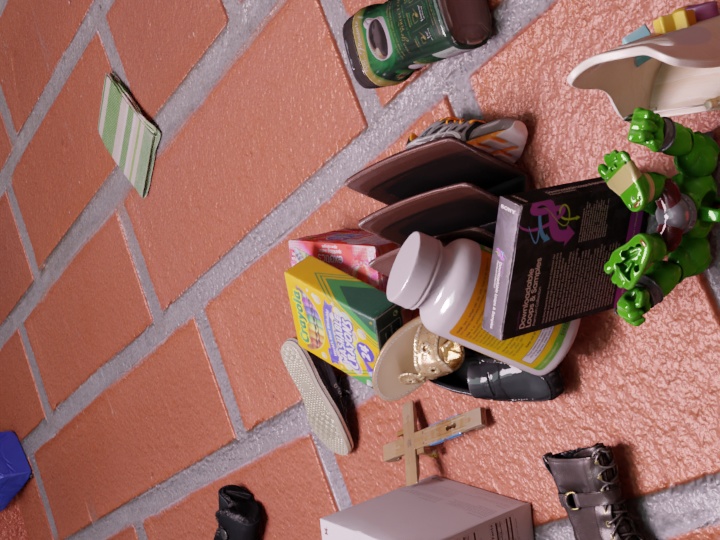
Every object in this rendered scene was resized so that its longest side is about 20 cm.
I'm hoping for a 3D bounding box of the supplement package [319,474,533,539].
[{"bbox_3d":[0.088,0.374,1.395,0.191,0.199,0.149,3,103,53],"label":"supplement package"}]

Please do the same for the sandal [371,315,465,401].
[{"bbox_3d":[0.098,0.088,1.311,0.212,0.078,0.070,-44,23,6],"label":"sandal"}]

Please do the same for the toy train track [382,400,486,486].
[{"bbox_3d":[0.104,0.223,1.467,0.199,0.032,0.116,-31,52,46],"label":"toy train track"}]

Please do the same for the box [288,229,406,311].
[{"bbox_3d":[0.000,0.000,1.484,0.199,0.099,0.096,6,105,51],"label":"box"}]

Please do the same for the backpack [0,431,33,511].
[{"bbox_3d":[-0.990,0.538,2.886,0.200,0.167,0.163,-52,52,29],"label":"backpack"}]

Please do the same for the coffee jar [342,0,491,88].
[{"bbox_3d":[0.063,-0.291,1.326,0.199,0.085,0.105,-13,93,53],"label":"coffee jar"}]

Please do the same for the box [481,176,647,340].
[{"bbox_3d":[0.212,-0.018,1.112,0.036,0.199,0.144,30,123,45],"label":"box"}]

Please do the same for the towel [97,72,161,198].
[{"bbox_3d":[-0.438,-0.257,2.056,0.200,0.023,0.153,49,136,31],"label":"towel"}]

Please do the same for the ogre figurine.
[{"bbox_3d":[0.297,-0.055,1.057,0.098,0.119,0.202,-11,90,58],"label":"ogre figurine"}]

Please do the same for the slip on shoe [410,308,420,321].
[{"bbox_3d":[0.088,0.081,1.402,0.074,0.061,0.201,27,134,-5],"label":"slip on shoe"}]

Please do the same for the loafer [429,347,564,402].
[{"bbox_3d":[0.161,0.131,1.326,0.200,0.070,0.069,5,120,53],"label":"loafer"}]

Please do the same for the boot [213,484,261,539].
[{"bbox_3d":[-0.204,0.494,1.920,0.200,0.076,0.169,50,140,40],"label":"boot"}]

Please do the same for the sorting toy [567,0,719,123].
[{"bbox_3d":[0.285,-0.188,0.982,0.199,0.179,0.108,0,101,52],"label":"sorting toy"}]

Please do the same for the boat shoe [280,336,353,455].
[{"bbox_3d":[-0.053,0.184,1.644,0.074,0.062,0.201,-12,105,49],"label":"boat shoe"}]

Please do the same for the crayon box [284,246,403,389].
[{"bbox_3d":[-0.028,0.064,1.418,0.199,0.051,0.127,27,139,40],"label":"crayon box"}]

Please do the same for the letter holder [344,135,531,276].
[{"bbox_3d":[0.079,-0.067,1.288,0.199,0.141,0.101,-18,57,49],"label":"letter holder"}]

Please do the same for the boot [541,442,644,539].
[{"bbox_3d":[0.284,0.279,1.216,0.199,0.069,0.176,-12,91,56],"label":"boot"}]

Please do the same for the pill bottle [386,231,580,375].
[{"bbox_3d":[0.135,0.032,1.215,0.112,0.199,0.111,-60,16,29],"label":"pill bottle"}]

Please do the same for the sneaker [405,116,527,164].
[{"bbox_3d":[0.116,-0.151,1.312,0.199,0.078,0.078,-17,63,45],"label":"sneaker"}]
